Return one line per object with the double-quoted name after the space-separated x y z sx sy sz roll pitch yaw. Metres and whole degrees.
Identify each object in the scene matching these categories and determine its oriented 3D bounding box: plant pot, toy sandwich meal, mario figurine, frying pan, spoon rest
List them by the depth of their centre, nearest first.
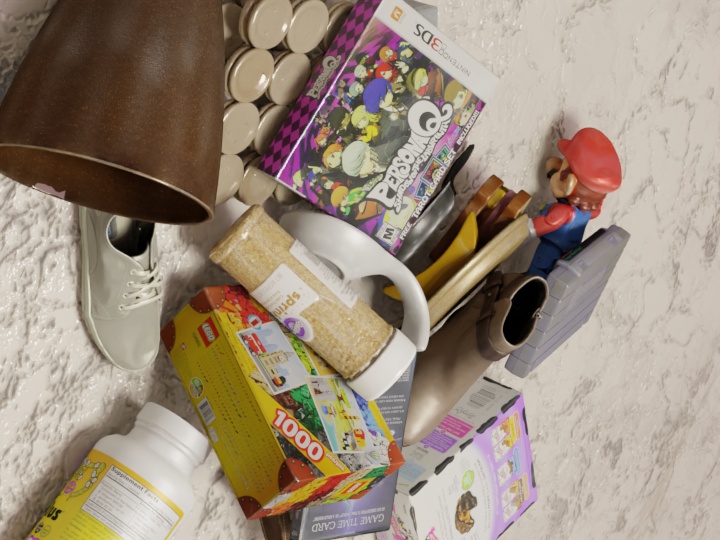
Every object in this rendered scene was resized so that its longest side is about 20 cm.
-0.181 -0.159 1.425 0.187 0.187 0.200 29 71 -52 "plant pot"
0.000 0.000 1.726 0.200 0.099 0.061 45 58 -35 "spoon rest"
0.067 -0.055 1.843 0.115 0.031 0.190 -47 -179 27 "frying pan"
0.097 -0.012 1.866 0.205 0.070 0.205 -43 175 -5 "toy sandwich meal"
0.220 -0.070 2.024 0.123 0.106 0.200 -67 178 -72 "mario figurine"

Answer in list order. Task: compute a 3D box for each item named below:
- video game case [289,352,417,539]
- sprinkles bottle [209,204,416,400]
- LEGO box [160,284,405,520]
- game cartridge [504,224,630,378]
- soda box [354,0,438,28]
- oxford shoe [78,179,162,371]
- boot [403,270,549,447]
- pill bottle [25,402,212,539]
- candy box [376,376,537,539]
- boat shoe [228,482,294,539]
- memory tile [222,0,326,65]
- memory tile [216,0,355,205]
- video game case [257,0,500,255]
-0.005 0.164 1.783 0.143 0.019 0.200 1 100 -51 "video game case"
-0.043 0.029 1.633 0.200 0.068 0.068 42 69 -8 "sprinkles bottle"
-0.071 0.115 1.648 0.149 0.200 0.077 -4 150 -49 "LEGO box"
0.225 0.028 1.966 0.200 0.038 0.130 -32 145 -58 "game cartridge"
0.027 -0.158 1.741 0.068 0.063 0.200 -21 123 -42 "soda box"
-0.199 0.006 1.558 0.075 0.058 0.200 -32 131 -40 "oxford shoe"
0.113 0.084 1.853 0.070 0.146 0.200 36 62 -18 "boot"
-0.217 0.217 1.600 0.200 0.104 0.104 -55 140 -17 "pill bottle"
0.104 0.242 2.018 0.200 0.071 0.168 -38 133 -33 "candy box"
-0.097 0.199 1.770 0.075 0.075 0.203 -18 115 -30 "boat shoe"
-0.103 -0.262 1.575 0.153 0.017 0.200 -55 140 -15 "memory tile"
-0.074 -0.151 1.628 0.153 0.017 0.200 -5 120 -51 "memory tile"
0.021 -0.137 1.671 0.181 0.036 0.200 32 89 -44 "video game case"
